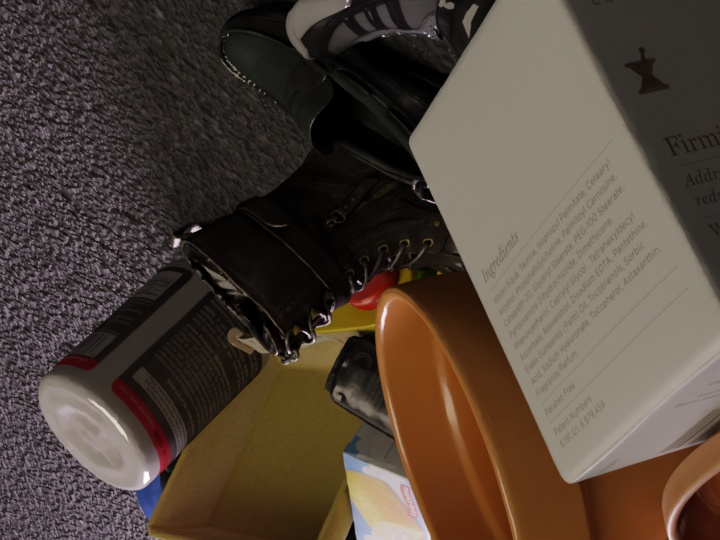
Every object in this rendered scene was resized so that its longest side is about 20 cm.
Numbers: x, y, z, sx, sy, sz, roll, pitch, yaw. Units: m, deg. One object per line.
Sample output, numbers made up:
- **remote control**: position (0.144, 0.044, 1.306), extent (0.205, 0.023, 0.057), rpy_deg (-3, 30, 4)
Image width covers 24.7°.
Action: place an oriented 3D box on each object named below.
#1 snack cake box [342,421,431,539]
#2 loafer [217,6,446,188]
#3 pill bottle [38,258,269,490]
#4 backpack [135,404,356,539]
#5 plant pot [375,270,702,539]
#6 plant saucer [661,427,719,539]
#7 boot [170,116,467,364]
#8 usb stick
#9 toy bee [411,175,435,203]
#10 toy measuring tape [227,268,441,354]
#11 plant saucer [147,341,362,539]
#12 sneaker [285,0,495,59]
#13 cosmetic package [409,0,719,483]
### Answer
- **snack cake box**: position (0.051, 0.161, 1.209), extent (0.067, 0.115, 0.201), rpy_deg (18, 142, 22)
- **loafer**: position (-0.016, -0.110, 1.039), extent (0.200, 0.070, 0.068), rpy_deg (27, 143, 25)
- **pill bottle**: position (-0.138, 0.062, 1.243), extent (0.110, 0.200, 0.111), rpy_deg (29, 144, 24)
- **backpack**: position (-0.093, 0.202, 1.386), extent (0.200, 0.163, 0.168), rpy_deg (47, 151, -5)
- **plant pot**: position (0.107, 0.084, 0.896), extent (0.200, 0.139, 0.201), rpy_deg (162, 90, -76)
- **plant saucer**: position (0.245, 0.095, 0.800), extent (0.199, 0.032, 0.201), rpy_deg (-6, 147, -4)
- **boot**: position (0.000, 0.000, 1.046), extent (0.200, 0.174, 0.069), rpy_deg (37, 146, 13)
- **usb stick**: position (0.068, 0.109, 1.093), extent (0.199, 0.056, 0.033), rpy_deg (30, -171, 18)
- **toy bee**: position (0.117, -0.043, 0.959), extent (0.130, 0.109, 0.200), rpy_deg (26, 169, 15)
- **toy measuring tape**: position (-0.009, 0.018, 1.158), extent (0.199, 0.074, 0.074), rpy_deg (-7, 122, 37)
- **plant saucer**: position (-0.050, 0.133, 1.251), extent (0.199, 0.201, 0.048), rpy_deg (1, 148, 47)
- **sneaker**: position (0.037, -0.145, 0.935), extent (0.114, 0.075, 0.200), rpy_deg (50, 145, -3)
- **cosmetic package**: position (0.154, -0.036, 0.776), extent (0.201, 0.167, 0.166), rpy_deg (66, 151, 20)
